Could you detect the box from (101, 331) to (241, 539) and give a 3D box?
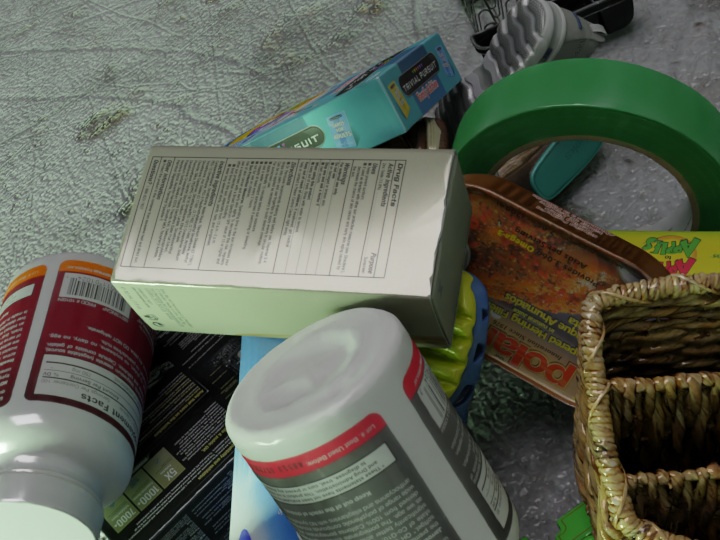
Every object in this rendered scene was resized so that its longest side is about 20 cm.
[{"bbox_3d":[-0.118,0.121,0.864,0.200,0.086,0.164,-44,44,-16],"label":"box"}]

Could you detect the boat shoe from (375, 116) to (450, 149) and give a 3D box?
[{"bbox_3d":[0.031,-0.083,0.932,0.075,0.075,0.202,-7,8,-1],"label":"boat shoe"}]

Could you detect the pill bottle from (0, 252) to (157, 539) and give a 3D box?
[{"bbox_3d":[-0.206,0.094,0.790,0.113,0.113,0.200,-13,45,16],"label":"pill bottle"}]

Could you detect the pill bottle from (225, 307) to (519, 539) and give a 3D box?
[{"bbox_3d":[0.020,0.129,0.648,0.111,0.200,0.111,-27,22,12],"label":"pill bottle"}]

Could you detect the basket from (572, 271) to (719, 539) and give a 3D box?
[{"bbox_3d":[0.223,0.095,0.635,0.200,0.149,0.143,-5,45,1],"label":"basket"}]

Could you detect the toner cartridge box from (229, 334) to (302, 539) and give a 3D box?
[{"bbox_3d":[-0.034,0.140,0.741,0.095,0.043,0.200,8,98,37],"label":"toner cartridge box"}]

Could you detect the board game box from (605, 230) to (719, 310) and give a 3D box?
[{"bbox_3d":[0.200,0.023,0.780,0.200,0.102,0.048,2,50,29],"label":"board game box"}]

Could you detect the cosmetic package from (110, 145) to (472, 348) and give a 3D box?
[{"bbox_3d":[-0.039,-0.016,0.709,0.200,0.071,0.105,4,63,17],"label":"cosmetic package"}]

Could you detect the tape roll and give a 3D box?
[{"bbox_3d":[0.159,-0.055,0.803,0.200,0.200,0.048,-4,49,24],"label":"tape roll"}]

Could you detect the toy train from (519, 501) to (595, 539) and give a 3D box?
[{"bbox_3d":[0.099,0.200,0.713,0.200,0.042,0.056,-34,33,-5],"label":"toy train"}]

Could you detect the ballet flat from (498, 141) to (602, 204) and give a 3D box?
[{"bbox_3d":[0.118,-0.060,0.937,0.200,0.068,0.072,-50,27,-22],"label":"ballet flat"}]

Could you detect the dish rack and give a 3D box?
[{"bbox_3d":[0.166,-0.272,1.112,0.153,0.055,0.200,-21,43,7],"label":"dish rack"}]

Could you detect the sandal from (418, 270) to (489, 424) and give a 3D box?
[{"bbox_3d":[0.040,0.090,0.762,0.079,0.087,0.200,30,112,33],"label":"sandal"}]

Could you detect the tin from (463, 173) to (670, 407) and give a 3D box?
[{"bbox_3d":[0.113,0.013,0.749,0.200,0.112,0.042,30,28,16],"label":"tin"}]

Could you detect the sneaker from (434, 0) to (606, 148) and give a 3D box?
[{"bbox_3d":[0.126,-0.137,0.950,0.082,0.200,0.075,5,61,-26],"label":"sneaker"}]

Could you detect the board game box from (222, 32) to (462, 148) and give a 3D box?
[{"bbox_3d":[-0.033,-0.113,0.922,0.200,0.047,0.151,-23,13,28],"label":"board game box"}]
